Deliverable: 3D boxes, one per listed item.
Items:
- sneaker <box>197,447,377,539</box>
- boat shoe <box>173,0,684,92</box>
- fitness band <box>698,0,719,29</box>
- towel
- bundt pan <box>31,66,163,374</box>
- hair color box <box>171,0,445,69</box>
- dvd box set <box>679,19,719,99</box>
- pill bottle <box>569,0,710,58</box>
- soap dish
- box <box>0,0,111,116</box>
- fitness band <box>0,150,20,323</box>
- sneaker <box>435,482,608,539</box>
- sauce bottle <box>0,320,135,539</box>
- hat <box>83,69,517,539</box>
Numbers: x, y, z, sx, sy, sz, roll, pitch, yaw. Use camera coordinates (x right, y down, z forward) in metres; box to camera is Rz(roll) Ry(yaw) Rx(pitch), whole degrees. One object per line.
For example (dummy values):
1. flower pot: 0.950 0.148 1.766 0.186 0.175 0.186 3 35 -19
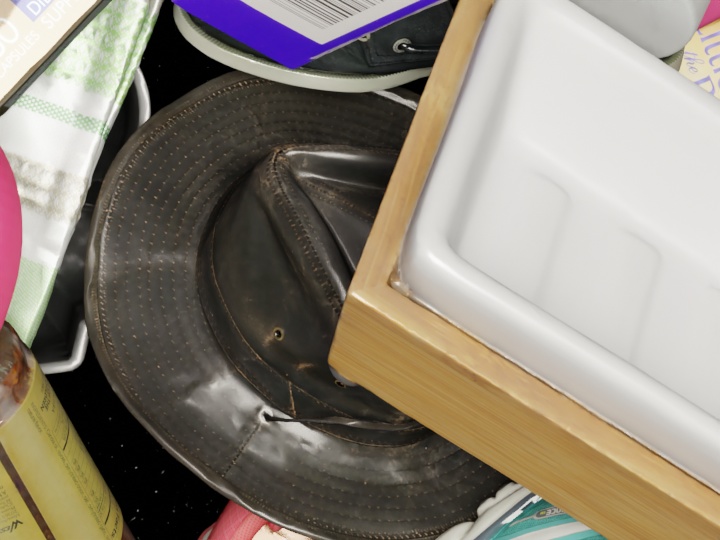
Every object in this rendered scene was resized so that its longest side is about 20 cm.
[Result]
1. sneaker: -0.001 0.078 1.010 0.074 0.087 0.200 33 90 -2
2. boat shoe: 0.031 -0.110 1.003 0.199 0.066 0.075 6 47 -7
3. fitness band: 0.158 -0.054 1.007 0.200 0.037 0.144 -28 112 -20
4. towel: -0.158 -0.080 0.986 0.149 0.031 0.200 20 92 -1
5. bundt pan: -0.177 -0.038 1.034 0.202 0.076 0.202 0 91 -3
6. hair color box: 0.004 -0.181 0.930 0.065 0.109 0.200 26 60 -35
7. dvd box set: 0.088 -0.014 1.068 0.200 0.029 0.146 -23 92 -1
8. pill bottle: 0.115 -0.182 0.949 0.109 0.110 0.200 28 69 -3
9. soap dish: 0.090 0.012 0.893 0.200 0.081 0.157 33 47 -13
10. box: -0.162 -0.166 0.952 0.200 0.032 0.121 44 92 -1
11. fitness band: -0.203 0.018 0.920 0.144 0.037 0.200 39 94 28
12. sneaker: 0.032 0.143 0.938 0.200 0.080 0.078 -43 117 7
13. sauce bottle: -0.121 0.102 1.001 0.066 0.066 0.200 -22 130 -2
14. hat: 0.000 0.000 0.960 0.200 0.081 0.201 4 69 -10
